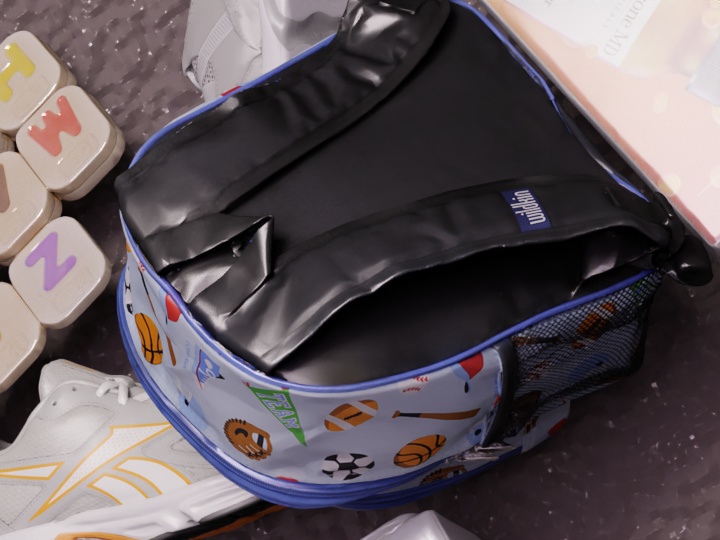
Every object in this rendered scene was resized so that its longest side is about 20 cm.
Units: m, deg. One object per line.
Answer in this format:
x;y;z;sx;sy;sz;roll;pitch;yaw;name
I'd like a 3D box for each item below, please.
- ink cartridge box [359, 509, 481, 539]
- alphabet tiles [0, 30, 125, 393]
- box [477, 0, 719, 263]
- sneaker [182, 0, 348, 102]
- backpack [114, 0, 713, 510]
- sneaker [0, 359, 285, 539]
0.025;0.217;1.135;0.146;0.084;0.201;-32;67;10;ink cartridge box
-0.194;-0.012;1.285;0.200;0.015;0.196;-46;48;4;alphabet tiles
0.146;-0.113;1.167;0.152;0.106;0.200;-43;65;5;box
-0.038;-0.079;1.259;0.082;0.074;0.201;-12;71;48;sneaker
0.000;0.000;1.127;0.190;0.155;0.200;-19;49;-30;backpack
-0.093;0.072;1.216;0.199;0.076;0.093;-20;81;14;sneaker
